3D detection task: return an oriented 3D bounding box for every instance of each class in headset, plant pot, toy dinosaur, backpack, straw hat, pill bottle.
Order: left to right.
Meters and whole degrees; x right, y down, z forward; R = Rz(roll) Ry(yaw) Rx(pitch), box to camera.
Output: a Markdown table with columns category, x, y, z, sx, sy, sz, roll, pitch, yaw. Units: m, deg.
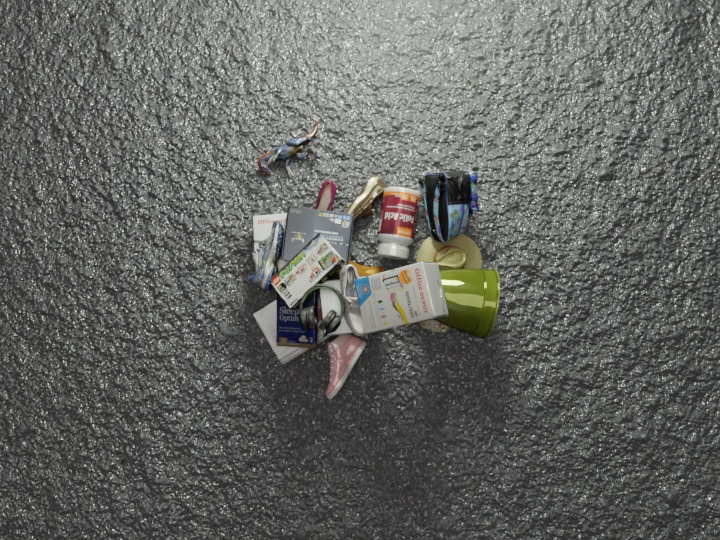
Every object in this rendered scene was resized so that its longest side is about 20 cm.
| category | x | y | z | sx | sy | sz | roll | pitch | yaw |
| --- | --- | --- | --- | --- | --- | --- | --- | --- | --- |
| toy dinosaur | -0.227 | -0.362 | 1.721 | 0.179 | 0.106 | 0.202 | -1 | 48 | 15 |
| headset | -0.111 | 0.138 | 1.490 | 0.122 | 0.094 | 0.203 | 11 | 96 | 3 |
| pill bottle | 0.110 | -0.138 | 1.647 | 0.113 | 0.114 | 0.203 | 8 | 86 | 4 |
| backpack | 0.262 | -0.186 | 1.615 | 0.133 | 0.182 | 0.203 | -8 | 98 | -14 |
| straw hat | 0.268 | -0.032 | 1.645 | 0.198 | 0.085 | 0.204 | 0 | 86 | 3 |
| plant pot | 0.273 | 0.079 | 1.570 | 0.190 | 0.200 | 0.203 | 10 | 87 | -2 |

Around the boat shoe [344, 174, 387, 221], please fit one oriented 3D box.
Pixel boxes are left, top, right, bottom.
| category | x | y | z | sx | sy | sz | roll | pitch | yaw |
| --- | --- | --- | --- | --- | --- | --- | --- | --- | --- |
| boat shoe | 0.011 | -0.191 | 1.678 | 0.074 | 0.075 | 0.203 | 35 | 88 | -1 |

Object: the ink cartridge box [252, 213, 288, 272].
| category | x | y | z | sx | sy | sz | roll | pitch | yaw |
| --- | --- | --- | --- | --- | --- | --- | --- | --- | --- |
| ink cartridge box | -0.245 | -0.067 | 1.676 | 0.143 | 0.084 | 0.203 | -4 | 86 | 3 |

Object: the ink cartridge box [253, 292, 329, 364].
| category | x | y | z | sx | sy | sz | roll | pitch | yaw |
| --- | --- | --- | --- | --- | --- | --- | --- | --- | --- |
| ink cartridge box | -0.190 | 0.156 | 1.658 | 0.198 | 0.084 | 0.177 | -30 | 87 | 1 |

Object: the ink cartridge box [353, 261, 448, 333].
| category | x | y | z | sx | sy | sz | roll | pitch | yaw |
| --- | --- | --- | --- | --- | --- | --- | --- | --- | --- |
| ink cartridge box | 0.111 | 0.070 | 1.458 | 0.198 | 0.144 | 0.149 | -15 | 84 | 22 |

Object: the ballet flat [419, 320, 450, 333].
| category | x | y | z | sx | sy | sz | roll | pitch | yaw |
| --- | --- | --- | --- | --- | --- | --- | --- | --- | --- |
| ballet flat | 0.183 | 0.124 | 1.650 | 0.199 | 0.064 | 0.076 | 32 | 89 | 4 |

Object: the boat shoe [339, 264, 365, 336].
| category | x | y | z | sx | sy | sz | roll | pitch | yaw |
| --- | --- | --- | --- | --- | --- | --- | --- | --- | --- |
| boat shoe | -0.017 | 0.082 | 1.518 | 0.070 | 0.069 | 0.203 | -14 | 86 | -9 |

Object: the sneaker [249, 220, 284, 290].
| category | x | y | z | sx | sy | sz | roll | pitch | yaw |
| --- | --- | --- | --- | --- | --- | --- | --- | --- | --- |
| sneaker | -0.276 | -0.049 | 1.598 | 0.084 | 0.077 | 0.203 | 13 | 87 | 7 |

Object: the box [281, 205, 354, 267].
| category | x | y | z | sx | sy | sz | roll | pitch | yaw |
| --- | --- | --- | --- | --- | --- | --- | --- | --- | --- |
| box | -0.123 | -0.096 | 1.612 | 0.197 | 0.051 | 0.160 | 8 | 88 | -1 |

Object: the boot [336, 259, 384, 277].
| category | x | y | z | sx | sy | sz | roll | pitch | yaw |
| --- | --- | --- | --- | --- | --- | --- | --- | --- | --- |
| boot | 0.000 | 0.000 | 1.673 | 0.142 | 0.071 | 0.204 | -13 | 89 | -4 |

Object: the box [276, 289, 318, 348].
| category | x | y | z | sx | sy | sz | roll | pitch | yaw |
| --- | --- | --- | --- | --- | --- | --- | --- | --- | --- |
| box | -0.182 | 0.118 | 1.585 | 0.119 | 0.032 | 0.203 | 1 | 92 | 13 |

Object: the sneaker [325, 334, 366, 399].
| category | x | y | z | sx | sy | sz | roll | pitch | yaw |
| --- | --- | --- | --- | --- | --- | --- | --- | --- | --- |
| sneaker | -0.073 | 0.275 | 1.647 | 0.104 | 0.075 | 0.202 | 31 | 81 | 0 |

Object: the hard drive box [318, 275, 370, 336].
| category | x | y | z | sx | sy | sz | roll | pitch | yaw |
| --- | --- | --- | --- | --- | --- | --- | --- | --- | --- |
| hard drive box | -0.016 | 0.101 | 1.589 | 0.197 | 0.077 | 0.158 | -5 | 85 | -7 |

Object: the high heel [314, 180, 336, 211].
| category | x | y | z | sx | sy | sz | roll | pitch | yaw |
| --- | --- | --- | --- | --- | --- | --- | --- | --- | --- |
| high heel | -0.116 | -0.171 | 1.671 | 0.067 | 0.096 | 0.202 | 21 | 87 | 4 |

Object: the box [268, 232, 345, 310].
| category | x | y | z | sx | sy | sz | roll | pitch | yaw |
| --- | --- | --- | --- | --- | --- | --- | --- | --- | --- |
| box | -0.150 | 0.002 | 1.548 | 0.200 | 0.035 | 0.110 | -43 | 68 | 3 |
